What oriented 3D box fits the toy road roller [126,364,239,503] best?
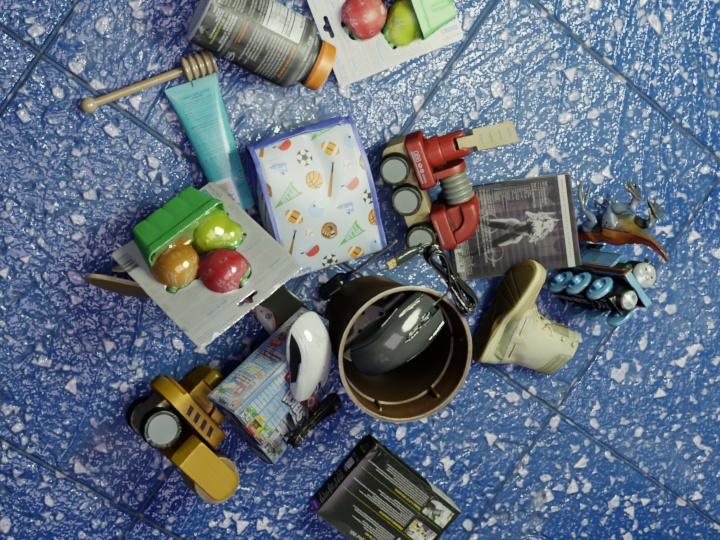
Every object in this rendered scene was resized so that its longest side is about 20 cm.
[{"bbox_3d":[-0.239,0.233,1.714,0.146,0.123,0.200,-45,109,-14],"label":"toy road roller"}]

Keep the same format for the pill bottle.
[{"bbox_3d":[-0.134,-0.328,1.624,0.200,0.106,0.106,25,94,-19],"label":"pill bottle"}]

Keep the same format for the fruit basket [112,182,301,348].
[{"bbox_3d":[-0.213,-0.010,1.600,0.185,0.094,0.200,-40,73,-20],"label":"fruit basket"}]

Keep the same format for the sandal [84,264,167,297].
[{"bbox_3d":[-0.295,0.007,1.683,0.211,0.078,0.070,16,74,-25],"label":"sandal"}]

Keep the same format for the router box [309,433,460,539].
[{"bbox_3d":[0.041,0.381,1.858,0.200,0.051,0.149,42,91,-20],"label":"router box"}]

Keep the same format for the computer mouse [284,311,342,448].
[{"bbox_3d":[-0.069,0.153,1.652,0.110,0.044,0.201,-32,132,-38],"label":"computer mouse"}]

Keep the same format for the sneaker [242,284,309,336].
[{"bbox_3d":[-0.147,0.039,1.723,0.067,0.108,0.202,-48,146,-13],"label":"sneaker"}]

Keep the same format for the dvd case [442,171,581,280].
[{"bbox_3d":[0.237,-0.067,1.798,0.199,0.016,0.149,-7,105,9],"label":"dvd case"}]

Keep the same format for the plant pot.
[{"bbox_3d":[0.039,0.098,1.719,0.200,0.198,0.201,-4,104,-15],"label":"plant pot"}]

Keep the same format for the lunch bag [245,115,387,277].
[{"bbox_3d":[-0.068,-0.114,1.682,0.170,0.124,0.201,-19,116,-12],"label":"lunch bag"}]

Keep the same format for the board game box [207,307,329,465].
[{"bbox_3d":[-0.107,0.168,1.703,0.200,0.062,0.200,-53,144,-18],"label":"board game box"}]

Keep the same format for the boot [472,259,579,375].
[{"bbox_3d":[0.283,0.079,1.830,0.154,0.072,0.200,14,122,-19],"label":"boot"}]

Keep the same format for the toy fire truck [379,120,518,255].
[{"bbox_3d":[0.147,-0.139,1.730,0.199,0.129,0.176,-18,107,13],"label":"toy fire truck"}]

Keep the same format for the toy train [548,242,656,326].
[{"bbox_3d":[0.380,0.018,1.802,0.114,0.200,0.087,-45,110,-14],"label":"toy train"}]

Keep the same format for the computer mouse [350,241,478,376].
[{"bbox_3d":[0.062,0.053,1.586,0.200,0.046,0.141,-33,110,-7],"label":"computer mouse"}]

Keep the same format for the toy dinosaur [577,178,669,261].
[{"bbox_3d":[0.368,-0.070,1.782,0.105,0.200,0.181,27,136,-27],"label":"toy dinosaur"}]

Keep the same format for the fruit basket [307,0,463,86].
[{"bbox_3d":[0.030,-0.390,1.681,0.199,0.094,0.186,-21,107,6],"label":"fruit basket"}]

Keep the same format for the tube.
[{"bbox_3d":[-0.211,-0.179,1.670,0.077,0.050,0.201,-23,102,-14],"label":"tube"}]

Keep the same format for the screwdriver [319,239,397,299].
[{"bbox_3d":[0.000,0.000,1.704,0.029,0.200,0.028,53,48,-7],"label":"screwdriver"}]

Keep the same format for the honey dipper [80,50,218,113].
[{"bbox_3d":[-0.301,-0.265,1.628,0.199,0.038,0.038,-21,107,-9],"label":"honey dipper"}]
